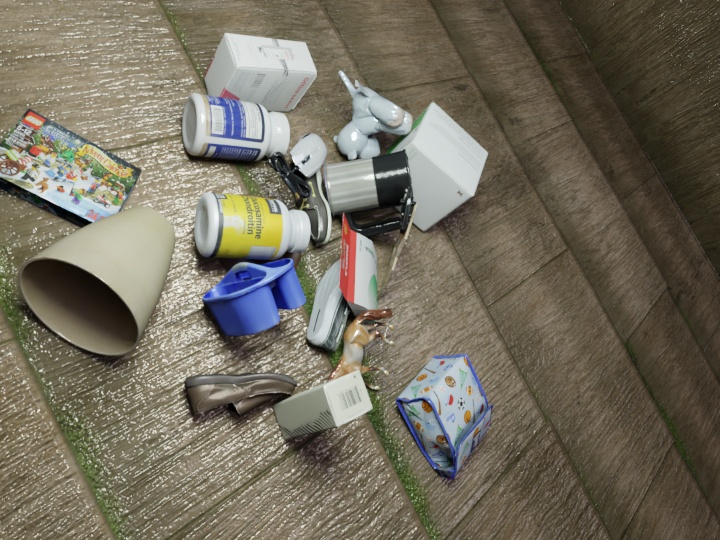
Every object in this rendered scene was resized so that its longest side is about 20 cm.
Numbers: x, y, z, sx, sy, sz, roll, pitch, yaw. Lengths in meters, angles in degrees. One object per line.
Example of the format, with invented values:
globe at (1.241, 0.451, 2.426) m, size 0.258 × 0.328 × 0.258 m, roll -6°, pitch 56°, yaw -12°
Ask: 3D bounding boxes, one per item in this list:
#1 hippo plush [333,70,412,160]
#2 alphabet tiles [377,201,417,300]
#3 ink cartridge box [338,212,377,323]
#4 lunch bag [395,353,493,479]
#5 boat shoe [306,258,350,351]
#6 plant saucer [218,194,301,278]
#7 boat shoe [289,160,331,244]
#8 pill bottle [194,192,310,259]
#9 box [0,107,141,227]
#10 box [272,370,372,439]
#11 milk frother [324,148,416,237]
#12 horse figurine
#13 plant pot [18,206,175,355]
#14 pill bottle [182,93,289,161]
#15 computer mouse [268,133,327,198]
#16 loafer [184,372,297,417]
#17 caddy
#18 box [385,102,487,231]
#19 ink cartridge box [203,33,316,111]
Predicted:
hippo plush at (0.020, -0.331, 1.218) m, size 0.198 × 0.163 × 0.159 m, roll 14°, pitch 24°, yaw -44°
alphabet tiles at (0.083, -0.050, 1.133) m, size 0.007 × 0.201 × 0.169 m, roll 21°, pitch 56°, yaw 0°
ink cartridge box at (0.000, 0.000, 1.064) m, size 0.049 × 0.201 × 0.164 m, roll -2°, pitch 64°, yaw 8°
lunch bag at (0.194, 0.309, 1.100) m, size 0.169 × 0.123 × 0.203 m, roll -34°, pitch 104°, yaw -40°
boat shoe at (-0.054, 0.073, 1.069) m, size 0.071 × 0.071 × 0.203 m, roll 40°, pitch 55°, yaw -33°
plant saucer at (-0.201, -0.069, 1.040) m, size 0.197 × 0.036 × 0.205 m, roll 15°, pitch 63°, yaw -30°
boat shoe at (-0.112, -0.149, 1.118) m, size 0.060 × 0.072 × 0.205 m, roll 4°, pitch 60°, yaw -35°
pill bottle at (-0.196, -0.078, 0.952) m, size 0.197 × 0.112 × 0.114 m, roll 1°, pitch 69°, yaw -35°
box at (-0.495, -0.163, 0.871) m, size 0.198 × 0.038 × 0.139 m, roll 29°, pitch 56°, yaw -22°
box at (-0.070, 0.235, 0.889) m, size 0.081 × 0.199 × 0.070 m, roll -15°, pitch 78°, yaw -37°
milk frother at (0.022, -0.159, 1.101) m, size 0.184 × 0.200 × 0.185 m, roll -10°, pitch 93°, yaw 5°
horse figurine at (0.004, 0.164, 1.044) m, size 0.130 × 0.050 × 0.205 m, roll 13°, pitch 92°, yaw -24°
plant pot at (-0.379, -0.006, 0.810) m, size 0.186 × 0.187 × 0.202 m, roll 38°, pitch 39°, yaw -15°
pill bottle at (-0.250, -0.285, 1.050) m, size 0.197 × 0.115 × 0.118 m, roll -2°, pitch 70°, yaw -36°
computer mouse at (-0.114, -0.238, 1.083) m, size 0.110 × 0.043 × 0.202 m, roll 49°, pitch 38°, yaw -21°
loafer at (-0.205, 0.216, 0.895) m, size 0.196 × 0.073 × 0.073 m, roll 4°, pitch 75°, yaw -27°
caddy at (-0.190, 0.036, 0.905) m, size 0.141 × 0.198 × 0.107 m, roll -35°, pitch 107°, yaw -42°
box at (0.168, -0.249, 1.277) m, size 0.199 × 0.198 × 0.173 m, roll 36°, pitch 53°, yaw -15°
ink cartridge box at (-0.215, -0.420, 1.115) m, size 0.197 × 0.146 × 0.084 m, roll -13°, pitch 77°, yaw -39°
